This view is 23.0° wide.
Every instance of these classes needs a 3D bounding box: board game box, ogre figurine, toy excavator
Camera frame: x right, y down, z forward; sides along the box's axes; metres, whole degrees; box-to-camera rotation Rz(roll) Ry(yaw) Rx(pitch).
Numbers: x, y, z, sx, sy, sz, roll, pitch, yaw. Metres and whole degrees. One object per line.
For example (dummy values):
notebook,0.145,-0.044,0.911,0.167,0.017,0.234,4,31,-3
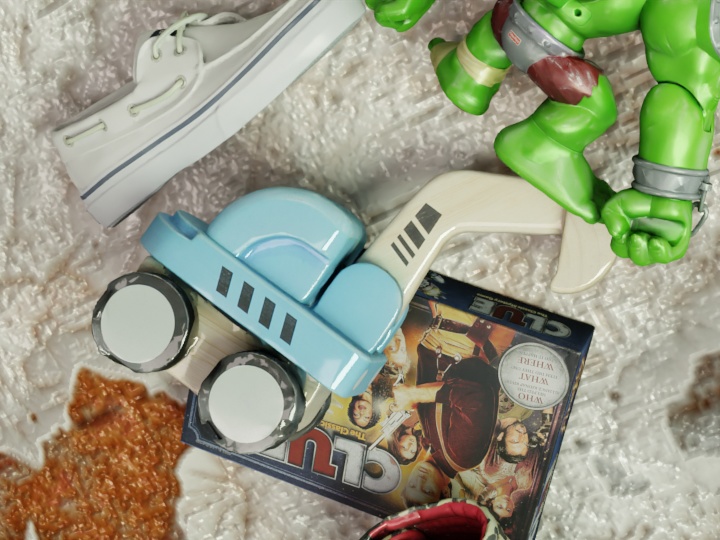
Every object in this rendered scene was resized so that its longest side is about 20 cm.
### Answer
board game box,0.010,0.061,0.931,0.199,0.035,0.136,19,118,13
ogre figurine,0.094,-0.106,0.784,0.120,0.098,0.200,-55,42,25
toy excavator,0.000,0.000,0.848,0.194,0.100,0.200,35,95,8

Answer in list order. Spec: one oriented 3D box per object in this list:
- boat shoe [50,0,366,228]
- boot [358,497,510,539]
boat shoe,-0.086,-0.092,0.878,0.200,0.074,0.067,-35,98,31
boot,0.022,0.194,0.927,0.203,0.074,0.154,-21,132,23
